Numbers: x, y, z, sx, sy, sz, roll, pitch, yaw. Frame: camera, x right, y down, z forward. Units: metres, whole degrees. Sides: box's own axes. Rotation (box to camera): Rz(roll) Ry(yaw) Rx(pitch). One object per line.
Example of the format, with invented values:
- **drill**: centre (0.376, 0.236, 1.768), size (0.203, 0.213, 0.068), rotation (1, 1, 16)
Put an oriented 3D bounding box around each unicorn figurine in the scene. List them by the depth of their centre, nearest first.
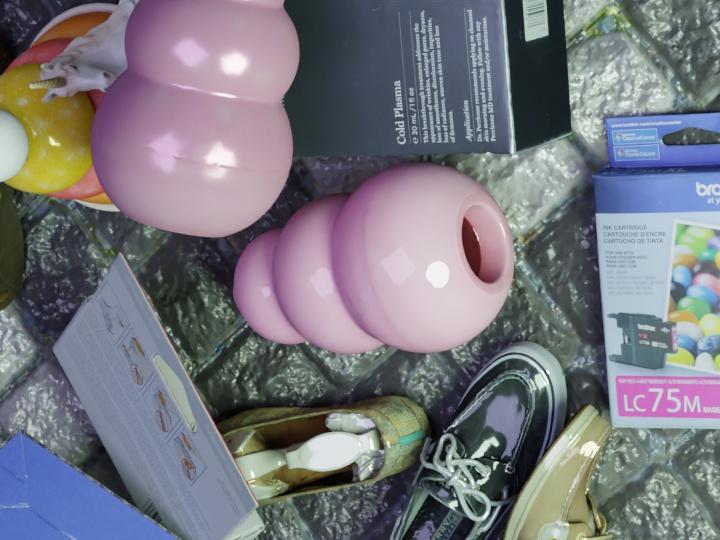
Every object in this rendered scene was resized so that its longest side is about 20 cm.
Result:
- **unicorn figurine**: centre (-0.133, -0.162, 1.695), size (0.137, 0.200, 0.074), rotation (9, 144, -2)

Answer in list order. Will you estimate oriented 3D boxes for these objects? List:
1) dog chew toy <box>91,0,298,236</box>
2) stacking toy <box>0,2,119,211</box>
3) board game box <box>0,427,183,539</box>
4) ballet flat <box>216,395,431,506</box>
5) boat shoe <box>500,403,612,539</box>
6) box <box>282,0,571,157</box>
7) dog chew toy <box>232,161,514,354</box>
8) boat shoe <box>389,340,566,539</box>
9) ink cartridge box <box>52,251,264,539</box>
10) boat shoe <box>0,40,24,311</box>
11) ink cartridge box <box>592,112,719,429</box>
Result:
- **dog chew toy**: centre (-0.094, -0.126, 1.587), size (0.124, 0.125, 0.200), rotation (16, 100, 22)
- **stacking toy**: centre (-0.211, -0.099, 1.721), size (0.146, 0.200, 0.146), rotation (5, 102, 25)
- **board game box**: centre (-0.215, 0.238, 1.807), size (0.159, 0.097, 0.200), rotation (32, 141, 16)
- **ballet flat**: centre (-0.048, 0.127, 1.767), size (0.200, 0.071, 0.071), rotation (-13, 95, 28)
- **boat shoe**: centre (0.130, 0.178, 1.693), size (0.066, 0.074, 0.200), rotation (29, 122, 14)
- **box**: centre (0.028, -0.176, 1.644), size (0.182, 0.104, 0.200), rotation (1, 101, 26)
- **dog chew toy**: centre (0.000, 0.000, 1.690), size (0.200, 0.124, 0.125), rotation (-12, 95, 35)
- **boat shoe**: centre (0.069, 0.138, 1.710), size (0.074, 0.068, 0.199), rotation (38, 114, 13)
- **ink cartridge box**: centre (-0.128, 0.098, 1.753), size (0.200, 0.044, 0.174), rotation (60, 148, 12)
- **boat shoe**: centre (-0.284, -0.070, 1.835), size (0.067, 0.072, 0.200), rotation (8, 107, 22)
- **ink cartridge box**: centre (0.211, 0.001, 1.631), size (0.119, 0.042, 0.200), rotation (0, 99, 25)
